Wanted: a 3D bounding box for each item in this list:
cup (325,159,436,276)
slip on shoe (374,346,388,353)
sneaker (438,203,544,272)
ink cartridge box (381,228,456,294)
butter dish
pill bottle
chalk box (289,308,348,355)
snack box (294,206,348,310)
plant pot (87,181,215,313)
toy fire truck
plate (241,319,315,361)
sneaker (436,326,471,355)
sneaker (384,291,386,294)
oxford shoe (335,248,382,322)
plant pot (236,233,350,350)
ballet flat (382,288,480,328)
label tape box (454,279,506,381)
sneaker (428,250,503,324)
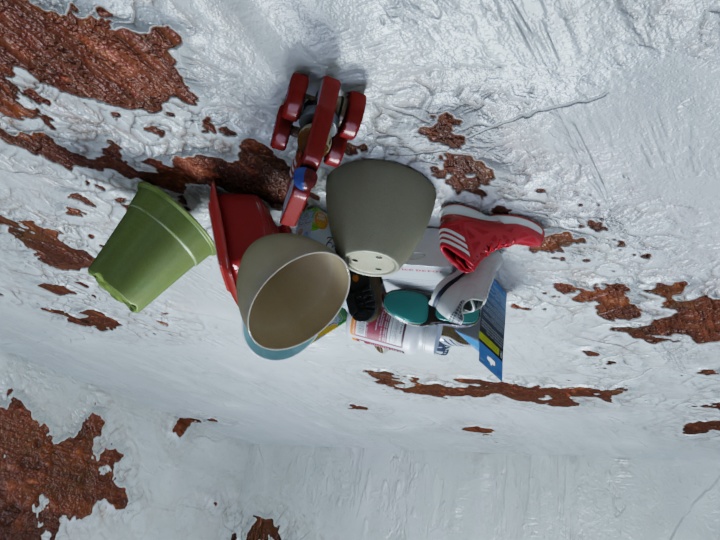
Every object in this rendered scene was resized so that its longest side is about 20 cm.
[{"bbox_3d":[0.026,-0.076,1.232,0.197,0.145,0.201,8,156,4],"label":"cup"},{"bbox_3d":[0.048,0.104,1.683,0.076,0.060,0.203,32,144,52],"label":"slip on shoe"},{"bbox_3d":[0.230,-0.040,1.271,0.196,0.117,0.079,10,157,-2],"label":"sneaker"},{"bbox_3d":[0.120,-0.005,1.429,0.142,0.085,0.201,4,156,12],"label":"ink cartridge box"},{"bbox_3d":[-0.201,-0.056,1.354,0.145,0.202,0.201,-13,157,-8],"label":"butter dish"},{"bbox_3d":[0.076,0.117,1.549,0.197,0.115,0.113,14,158,14],"label":"pill bottle"},{"bbox_3d":[-0.107,0.089,1.603,0.126,0.198,0.124,57,165,1],"label":"chalk box"},{"bbox_3d":[-0.044,-0.015,1.395,0.052,0.145,0.199,-13,149,43],"label":"snack box"},{"bbox_3d":[-0.406,-0.028,1.350,0.199,0.191,0.201,32,160,13],"label":"plant pot"},{"bbox_3d":[-0.071,-0.171,1.020,0.110,0.171,0.200,14,156,-13],"label":"toy fire truck"},{"bbox_3d":[-0.160,0.090,1.476,0.199,0.202,0.025,29,-179,-39],"label":"plate"},{"bbox_3d":[0.241,0.170,1.795,0.197,0.071,0.109,4,152,28],"label":"sneaker"},{"bbox_3d":[0.134,0.065,1.598,0.198,0.079,0.090,-14,141,39],"label":"sneaker"},{"bbox_3d":[0.000,0.000,1.363,0.072,0.204,0.084,-10,170,20],"label":"oxford shoe"},{"bbox_3d":[-0.135,0.015,1.220,0.135,0.200,0.200,45,-179,38],"label":"plant pot"},{"bbox_3d":[0.140,0.080,1.431,0.197,0.073,0.072,8,157,1],"label":"ballet flat"},{"bbox_3d":[0.255,0.118,1.509,0.062,0.203,0.144,-6,153,30],"label":"label tape box"},{"bbox_3d":[0.217,0.031,1.358,0.080,0.199,0.077,37,146,24],"label":"sneaker"}]
